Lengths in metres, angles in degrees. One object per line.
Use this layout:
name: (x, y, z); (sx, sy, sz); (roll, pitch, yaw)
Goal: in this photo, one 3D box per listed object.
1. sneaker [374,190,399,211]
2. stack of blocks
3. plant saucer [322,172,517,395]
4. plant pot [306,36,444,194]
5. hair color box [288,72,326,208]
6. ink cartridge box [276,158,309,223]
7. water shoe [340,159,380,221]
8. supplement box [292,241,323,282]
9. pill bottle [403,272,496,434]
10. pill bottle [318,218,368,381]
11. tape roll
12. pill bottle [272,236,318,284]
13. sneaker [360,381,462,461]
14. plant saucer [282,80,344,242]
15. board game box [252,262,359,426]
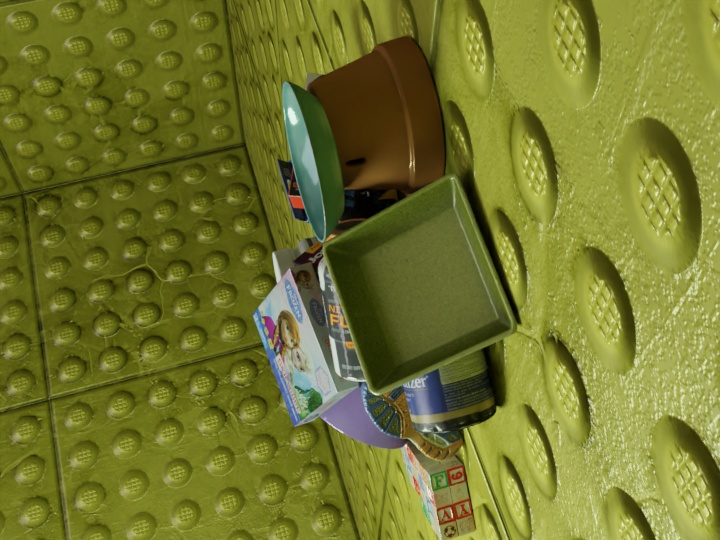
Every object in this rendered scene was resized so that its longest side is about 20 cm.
sneaker: (0.022, -0.144, 1.414); (0.090, 0.069, 0.202); (-121, 18, -52)
stack of blocks: (0.123, 0.346, 1.541); (0.200, 0.058, 0.117); (-140, 37, -74)
plant saucer: (0.072, 0.019, 1.100); (0.048, 0.198, 0.202); (12, -125, -60)
plant pot: (0.013, -0.187, 1.206); (0.200, 0.138, 0.202); (165, 90, -81)
hair color box: (-0.046, -0.196, 1.428); (0.061, 0.100, 0.202); (74, -158, -75)
ink cartridge box: (-0.059, -0.137, 1.645); (0.199, 0.042, 0.121); (6, -117, -53)
water shoe: (-0.012, -0.123, 1.311); (0.079, 0.071, 0.202); (-35, 76, 48)
supplement box: (0.000, 0.000, 1.402); (0.199, 0.110, 0.086); (14, 139, 57)
pill bottle: (0.099, 0.095, 1.177); (0.112, 0.111, 0.202); (170, 86, -80)
pill bottle: (0.001, 0.036, 1.236); (0.106, 0.105, 0.202); (-132, 31, -70)
tape roll: (0.009, 0.207, 1.564); (0.086, 0.198, 0.200); (-64, 22, 13)
pill bottle: (-0.047, -0.008, 1.616); (0.114, 0.198, 0.115); (167, 90, -81)
sneaker: (0.068, 0.210, 1.404); (0.200, 0.075, 0.088); (43, -170, -27)
plant saucer: (-0.055, -0.137, 1.148); (0.200, 0.036, 0.202); (165, 90, -80)
board game box: (-0.090, 0.119, 1.439); (0.202, 0.041, 0.200); (67, 150, 15)
